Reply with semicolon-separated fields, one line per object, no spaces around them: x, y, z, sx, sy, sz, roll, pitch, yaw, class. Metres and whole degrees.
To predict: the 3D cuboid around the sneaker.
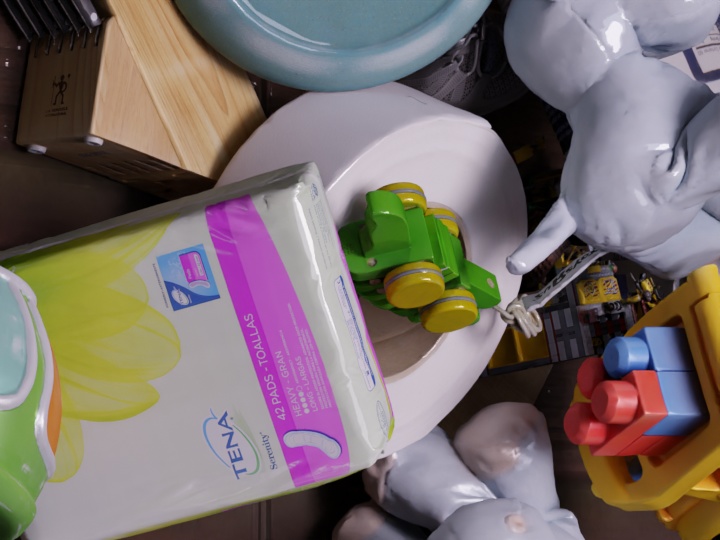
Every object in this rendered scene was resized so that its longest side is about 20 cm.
0.044;-0.130;1.583;0.200;0.082;0.075;5;83;-46;sneaker

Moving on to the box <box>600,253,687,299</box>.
0.253;0.014;1.773;0.184;0.105;0.200;3;86;-46;box

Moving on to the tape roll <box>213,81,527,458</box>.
0.000;0.000;1.467;0.202;0.071;0.203;-24;127;-37;tape roll

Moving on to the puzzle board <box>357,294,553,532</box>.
0.030;0.048;1.604;0.200;0.017;0.151;49;56;-32;puzzle board

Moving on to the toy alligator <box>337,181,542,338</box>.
0.033;0.006;1.417;0.200;0.054;0.059;37;37;-57;toy alligator

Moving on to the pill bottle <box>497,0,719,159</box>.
0.156;-0.119;1.580;0.111;0.111;0.200;-16;81;-45;pill bottle

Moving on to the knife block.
-0.114;-0.138;1.433;0.200;0.064;0.176;20;74;-43;knife block

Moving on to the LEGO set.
0.128;-0.007;1.613;0.200;0.116;0.154;7;73;-52;LEGO set

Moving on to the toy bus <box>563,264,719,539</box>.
0.186;0.082;1.515;0.192;0.200;0.136;-1;63;-29;toy bus

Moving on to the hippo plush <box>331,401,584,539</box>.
0.069;0.187;1.495;0.200;0.159;0.161;56;11;-16;hippo plush

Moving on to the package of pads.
-0.095;0.048;1.353;0.068;0.200;0.155;-66;140;-73;package of pads

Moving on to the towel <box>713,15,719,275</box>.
0.216;-0.085;1.629;0.024;0.147;0.200;-17;144;-35;towel

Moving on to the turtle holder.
-0.227;0.054;1.267;0.141;0.185;0.132;69;36;-64;turtle holder

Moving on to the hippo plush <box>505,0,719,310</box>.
0.146;-0.088;1.464;0.161;0.200;0.159;65;2;19;hippo plush

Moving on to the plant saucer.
-0.009;-0.190;1.402;0.200;0.027;0.200;-2;101;-13;plant saucer
